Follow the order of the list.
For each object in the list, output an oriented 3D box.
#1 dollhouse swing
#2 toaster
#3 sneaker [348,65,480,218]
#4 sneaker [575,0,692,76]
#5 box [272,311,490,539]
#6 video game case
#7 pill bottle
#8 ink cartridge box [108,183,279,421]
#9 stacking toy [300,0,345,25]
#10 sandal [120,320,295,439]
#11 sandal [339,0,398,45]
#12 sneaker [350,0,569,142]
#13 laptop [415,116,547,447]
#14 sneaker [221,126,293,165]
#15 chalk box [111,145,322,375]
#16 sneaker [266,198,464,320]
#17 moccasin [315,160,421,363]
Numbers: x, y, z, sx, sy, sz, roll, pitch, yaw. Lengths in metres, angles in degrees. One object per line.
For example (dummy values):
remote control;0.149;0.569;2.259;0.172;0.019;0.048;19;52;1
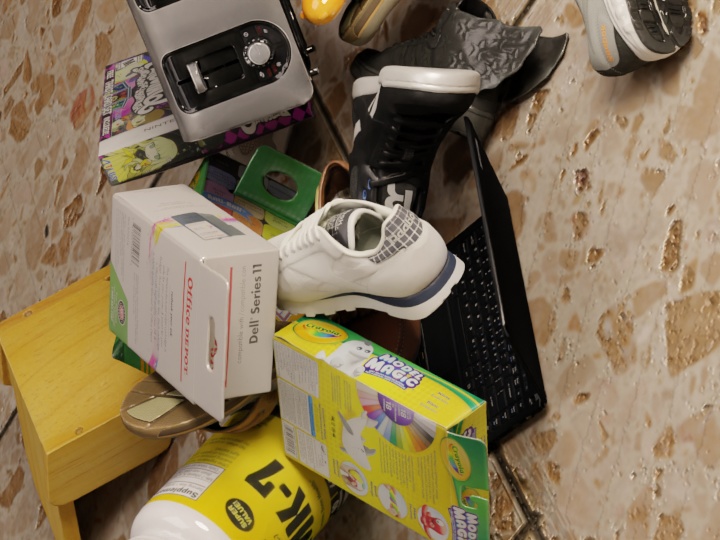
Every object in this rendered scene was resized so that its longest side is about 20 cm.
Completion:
dollhouse swing;-0.247;0.146;1.974;0.181;0.176;0.200;-28;40;-6
toaster;-0.114;-0.211;1.608;0.200;0.118;0.182;-99;-11;-76
sneaker;0.039;-0.088;1.511;0.200;0.073;0.113;-176;89;-78
sneaker;0.178;-0.230;1.469;0.079;0.074;0.201;-34;51;51
box;0.024;0.119;1.493;0.200;0.048;0.118;29;136;37
video game case;-0.134;-0.154;1.776;0.180;0.036;0.200;-18;27;5
pill bottle;-0.103;0.197;1.586;0.114;0.114;0.200;-27;15;48
ink cartridge box;-0.117;0.022;1.541;0.200;0.067;0.118;34;126;53
stacking toy;-0.021;-0.255;1.600;0.116;0.110;0.201;-26;38;26
sandal;-0.096;0.093;1.596;0.080;0.200;0.054;17;119;37
sandal;0.062;-0.248;1.632;0.200;0.054;0.080;-50;12;3
sneaker;0.072;-0.167;1.612;0.200;0.060;0.105;35;107;50
laptop;0.067;0.025;1.501;0.200;0.103;0.178;-39;47;41
sneaker;-0.128;-0.134;1.865;0.200;0.082;0.075;16;90;56
chalk box;-0.102;-0.006;1.709;0.200;0.124;0.124;-58;13;25
sneaker;-0.016;-0.017;1.491;0.199;0.081;0.077;-2;51;46
moccasin;0.002;-0.001;1.586;0.073;0.078;0.202;-18;51;18
